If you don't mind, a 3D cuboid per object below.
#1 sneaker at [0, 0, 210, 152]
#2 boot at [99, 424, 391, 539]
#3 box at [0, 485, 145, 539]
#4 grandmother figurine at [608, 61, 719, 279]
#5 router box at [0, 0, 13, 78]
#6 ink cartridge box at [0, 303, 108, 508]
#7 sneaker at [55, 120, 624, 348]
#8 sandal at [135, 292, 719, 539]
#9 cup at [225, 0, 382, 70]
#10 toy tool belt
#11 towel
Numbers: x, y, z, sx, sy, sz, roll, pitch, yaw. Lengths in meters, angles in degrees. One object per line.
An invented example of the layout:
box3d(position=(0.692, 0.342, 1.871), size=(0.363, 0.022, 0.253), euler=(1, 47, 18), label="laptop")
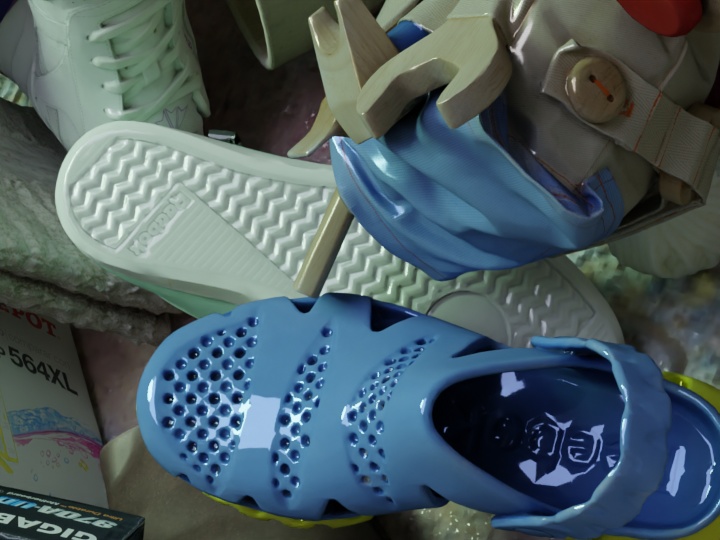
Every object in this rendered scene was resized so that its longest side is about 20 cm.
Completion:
box3d(position=(-0.081, -0.088, 1.095), size=(0.075, 0.200, 0.100), euler=(-32, 80, -15), label="sneaker")
box3d(position=(-0.008, 0.099, 1.007), size=(0.200, 0.072, 0.167), euler=(-20, 52, 22), label="boot")
box3d(position=(-0.160, 0.161, 0.984), size=(0.158, 0.046, 0.201), euler=(12, 108, 12), label="box")
box3d(position=(0.122, -0.094, 1.005), size=(0.121, 0.060, 0.201), euler=(2, 74, 49), label="grandmother figurine")
box3d(position=(-0.136, -0.203, 1.268), size=(0.200, 0.049, 0.179), euler=(-52, 47, 7), label="router box")
box3d(position=(-0.178, 0.082, 1.113), size=(0.125, 0.128, 0.200), euler=(-35, 52, 21), label="ink cartridge box")
box3d(position=(0.000, 0.000, 1.049), size=(0.200, 0.118, 0.074), euler=(21, 89, 7), label="sneaker")
box3d(position=(0.025, 0.045, 0.938), size=(0.199, 0.087, 0.080), euler=(4, 80, 9), label="sandal")
box3d(position=(-0.006, -0.192, 1.081), size=(0.143, 0.200, 0.201), euler=(-23, 52, -4), label="cup")
box3d(position=(0.044, -0.046, 0.891), size=(0.123, 0.125, 0.200), euler=(-47, 7, -18), label="toy tool belt")
box3d(position=(-0.161, -0.037, 1.109), size=(0.035, 0.200, 0.133), euler=(-56, 46, 18), label="towel")
